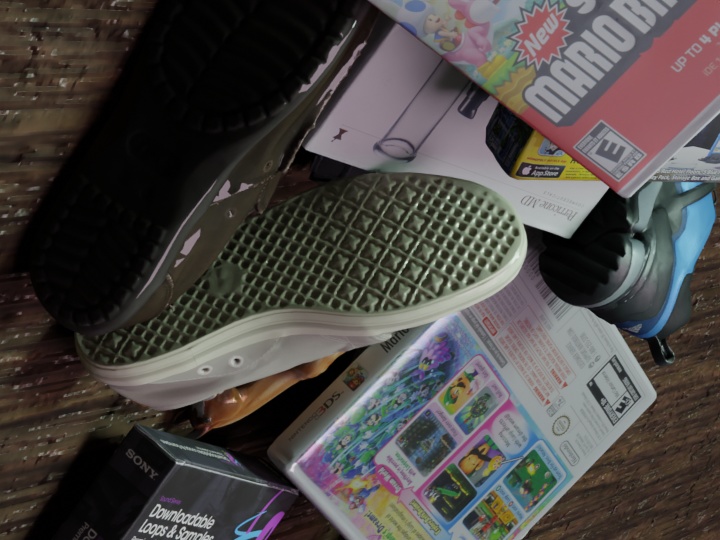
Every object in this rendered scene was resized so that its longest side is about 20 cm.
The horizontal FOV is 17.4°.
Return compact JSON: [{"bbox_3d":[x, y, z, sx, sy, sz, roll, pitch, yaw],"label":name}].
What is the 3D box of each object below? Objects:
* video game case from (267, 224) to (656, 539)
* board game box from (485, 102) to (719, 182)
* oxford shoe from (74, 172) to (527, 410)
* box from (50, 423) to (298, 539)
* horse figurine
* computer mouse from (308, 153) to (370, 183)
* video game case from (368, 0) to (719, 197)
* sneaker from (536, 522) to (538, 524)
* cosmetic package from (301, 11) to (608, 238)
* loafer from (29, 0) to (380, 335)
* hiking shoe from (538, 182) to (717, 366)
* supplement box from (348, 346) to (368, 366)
[{"bbox_3d":[0.059,0.079,1.227,0.182,0.024,0.200,-45,141,-6],"label":"video game case"},{"bbox_3d":[0.163,-0.132,0.992,0.199,0.062,0.201,-1,130,-39],"label":"board game box"},{"bbox_3d":[-0.024,0.010,1.012,0.199,0.076,0.058,-17,148,6],"label":"oxford shoe"},{"bbox_3d":[-0.124,0.169,1.139,0.200,0.036,0.143,-52,156,5],"label":"box"},{"bbox_3d":[0.000,0.000,1.149,0.200,0.050,0.133,-44,167,-40],"label":"horse figurine"},{"bbox_3d":[-0.030,-0.040,1.086,0.200,0.034,0.059,-44,173,-15],"label":"computer mouse"},{"bbox_3d":[0.077,-0.131,0.892,0.143,0.199,0.017,-44,-158,26],"label":"video game case"},{"bbox_3d":[0.058,0.135,1.408,0.091,0.066,0.200,60,34,-19],"label":"sneaker"},{"bbox_3d":[0.069,-0.103,1.039,0.199,0.052,0.151,15,120,-49],"label":"cosmetic package"},{"bbox_3d":[-0.059,-0.061,0.962,0.200,0.073,0.071,-50,162,8],"label":"loafer"},{"bbox_3d":[0.143,-0.060,1.180,0.087,0.074,0.201,38,61,-42],"label":"hiking shoe"},{"bbox_3d":[0.078,0.008,1.280,0.126,0.073,0.201,-3,123,-55],"label":"supplement box"}]
